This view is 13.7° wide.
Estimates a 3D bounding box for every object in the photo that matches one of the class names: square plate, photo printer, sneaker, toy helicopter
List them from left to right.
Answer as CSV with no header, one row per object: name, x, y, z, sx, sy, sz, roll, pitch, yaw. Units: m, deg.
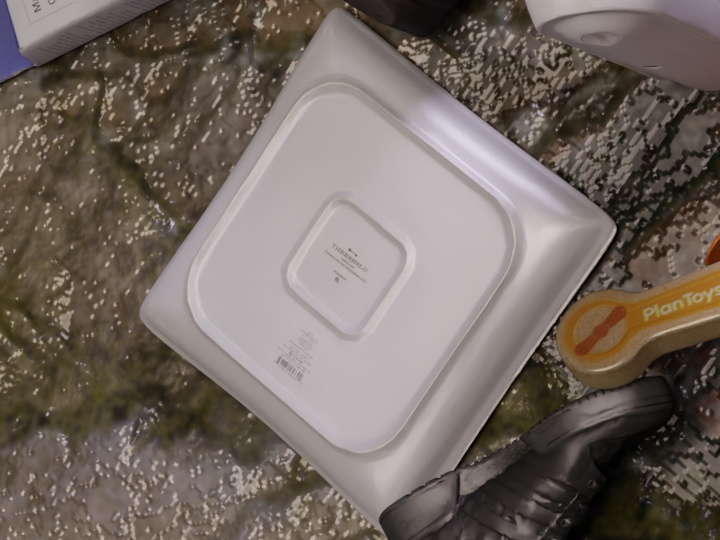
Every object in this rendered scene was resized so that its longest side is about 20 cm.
square plate,0.000,0.000,1.516,0.200,0.028,0.199,39,102,25
sneaker,0.083,0.136,1.447,0.199,0.060,0.105,-30,75,24
photo printer,0.125,-0.177,1.373,0.069,0.200,0.167,-7,81,26
toy helicopter,0.184,-0.002,1.391,0.199,0.079,0.133,-19,53,12

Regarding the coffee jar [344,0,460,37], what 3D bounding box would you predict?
coffee jar,0.042,-0.220,1.483,0.104,0.085,0.201,36,102,26

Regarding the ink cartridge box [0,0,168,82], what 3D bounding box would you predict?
ink cartridge box,-0.165,-0.222,1.614,0.199,0.043,0.197,-24,75,22
